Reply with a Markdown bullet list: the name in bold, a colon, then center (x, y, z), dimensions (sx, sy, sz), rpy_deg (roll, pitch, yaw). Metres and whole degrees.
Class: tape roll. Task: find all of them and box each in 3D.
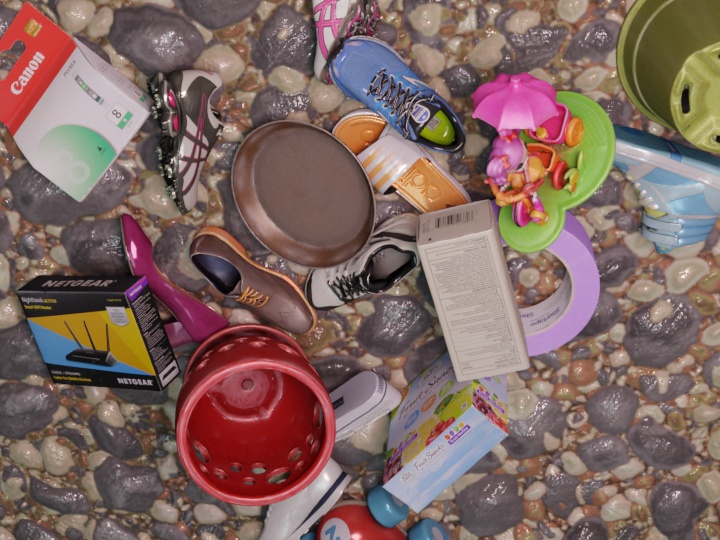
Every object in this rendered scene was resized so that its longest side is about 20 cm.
- **tape roll**: center (0.196, 0.009, 1.455), dimensions (0.199, 0.066, 0.201), rpy_deg (1, 121, 2)

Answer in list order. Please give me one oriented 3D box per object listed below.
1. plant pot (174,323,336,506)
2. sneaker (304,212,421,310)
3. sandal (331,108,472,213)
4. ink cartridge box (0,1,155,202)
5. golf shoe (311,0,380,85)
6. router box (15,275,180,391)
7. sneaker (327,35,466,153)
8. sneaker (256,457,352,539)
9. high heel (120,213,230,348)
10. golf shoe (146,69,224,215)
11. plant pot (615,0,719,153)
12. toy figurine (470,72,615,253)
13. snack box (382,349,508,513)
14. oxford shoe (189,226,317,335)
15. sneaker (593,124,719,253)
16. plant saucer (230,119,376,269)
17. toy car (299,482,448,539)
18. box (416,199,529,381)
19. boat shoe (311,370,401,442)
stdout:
- **plant pot**: center (-0.144, 0.176, 1.501), dimensions (0.200, 0.183, 0.201), rpy_deg (-4, 108, -12)
- **sneaker**: center (0.000, 0.000, 1.469), dimensions (0.200, 0.088, 0.076), rpy_deg (-35, 110, 28)
- **sandal**: center (0.056, -0.119, 1.424), dimensions (0.206, 0.059, 0.079), rpy_deg (37, 114, -11)
- **ink cartridge box**: center (-0.380, -0.207, 1.444), dimensions (0.200, 0.050, 0.161), rpy_deg (37, 114, -13)
- **golf shoe**: center (-0.022, -0.314, 1.344), dimensions (0.092, 0.073, 0.200), rpy_deg (35, 125, 25)
- **router box**: center (-0.348, 0.082, 1.540), dimensions (0.199, 0.051, 0.150), rpy_deg (-1, 117, 32)
- **sneaker**: center (0.051, -0.201, 1.340), dimensions (0.200, 0.089, 0.079), rpy_deg (31, 99, -28)
- **sneaker**: center (-0.098, 0.337, 1.665), dimensions (0.080, 0.076, 0.200), rpy_deg (41, 109, 0)
- **high heel**: center (-0.248, 0.005, 1.533), dimensions (0.096, 0.067, 0.201), rpy_deg (-20, 114, -5)
- **golf shoe**: center (-0.207, -0.155, 1.430), dimensions (0.088, 0.077, 0.200), rpy_deg (-15, 135, -19)
- **plant pot**: center (0.389, -0.216, 1.263), dimensions (0.199, 0.190, 0.201), rpy_deg (2, 115, 5)
- **toy figurine**: center (0.177, -0.136, 1.289), dimensions (0.150, 0.184, 0.201), rpy_deg (18, 86, 32)
- **snack box**: center (0.110, 0.186, 1.486), dimensions (0.068, 0.200, 0.169), rpy_deg (39, 113, -12)
- **oxford shoe**: center (-0.144, 0.028, 1.512), dimensions (0.200, 0.073, 0.071), rpy_deg (36, 114, -11)
- **sneaker**: center (0.345, -0.091, 1.391), dimensions (0.199, 0.080, 0.131), rpy_deg (19, 115, -1)
- **plant saucer**: center (-0.067, -0.097, 1.441), dimensions (0.200, 0.032, 0.201), rpy_deg (12, 122, 20)
- **toy car**: center (0.011, 0.435, 1.614), dimensions (0.184, 0.200, 0.177), rpy_deg (-37, 112, 21)
- **box**: center (0.135, 0.027, 1.385), dimensions (0.095, 0.078, 0.201), rpy_deg (-11, 119, 10)
- **boat shoe**: center (-0.031, 0.206, 1.586), dimensions (0.200, 0.074, 0.065), rpy_deg (-29, 134, 32)
